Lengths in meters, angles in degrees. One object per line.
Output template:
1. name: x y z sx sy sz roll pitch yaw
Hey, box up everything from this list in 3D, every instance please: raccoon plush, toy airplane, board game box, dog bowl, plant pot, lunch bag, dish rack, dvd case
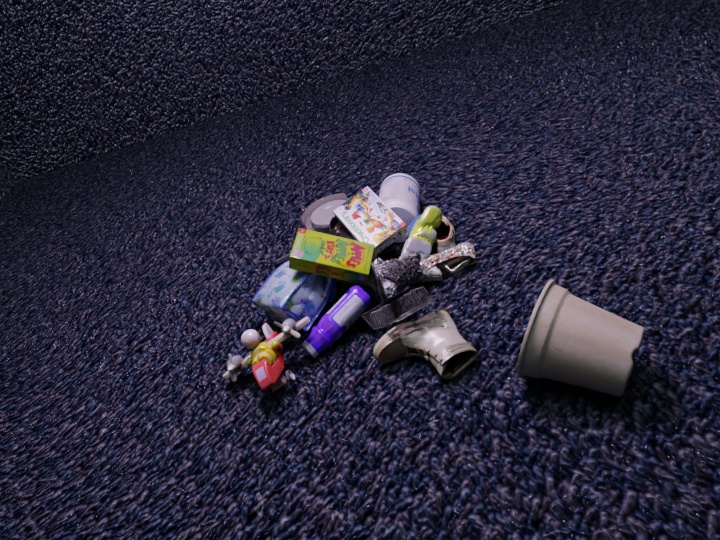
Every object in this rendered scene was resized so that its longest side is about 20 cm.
1. raccoon plush: 0.108 0.022 1.314 0.133 0.098 0.200 -16 25 -4
2. toy airplane: -0.227 0.183 1.298 0.198 0.141 0.201 -3 47 48
3. board game box: -0.071 -0.036 1.372 0.198 0.048 0.102 12 50 0
4. dog bowl: -0.090 -0.174 1.788 0.198 0.059 0.201 -13 35 9
5. plant pot: 0.417 0.141 1.027 0.182 0.202 0.201 20 50 27
6. lunch bag: -0.159 0.044 1.438 0.169 0.128 0.201 7 58 49
7. dish rack: 0.094 0.087 1.273 0.153 0.055 0.200 -29 -1 -14
8. board game box: 0.025 -0.137 1.512 0.126 0.035 0.200 -36 52 -6
9. dvd case: -0.187 -0.046 1.602 0.142 0.018 0.200 -28 2 -9

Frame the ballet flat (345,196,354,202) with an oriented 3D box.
1. ballet flat: 0.009 -0.143 1.608 0.068 0.067 0.201 -24 43 5

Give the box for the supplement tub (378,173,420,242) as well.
1. supplement tub: 0.115 -0.191 1.648 0.131 0.133 0.201 -9 37 15

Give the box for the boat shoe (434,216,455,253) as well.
1. boat shoe: 0.230 -0.115 1.542 0.073 0.070 0.201 -15 35 6

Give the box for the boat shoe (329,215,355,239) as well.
1. boat shoe: -0.054 -0.111 1.596 0.073 0.063 0.202 -26 23 2

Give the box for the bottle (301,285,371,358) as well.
1. bottle: -0.059 0.127 1.343 0.065 0.084 0.200 41 75 12

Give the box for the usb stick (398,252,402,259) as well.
1. usb stick: 0.129 -0.028 1.507 0.055 0.033 0.201 4 42 28

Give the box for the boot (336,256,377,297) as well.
1. boot: 0.000 0.000 1.482 0.199 0.072 0.155 8 43 45

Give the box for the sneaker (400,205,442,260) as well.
1. sneaker: 0.156 -0.080 1.494 0.201 0.075 0.105 -58 12 -17

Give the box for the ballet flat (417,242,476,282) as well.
1. ballet flat: 0.213 -0.012 1.416 0.199 0.076 0.064 -26 51 -3

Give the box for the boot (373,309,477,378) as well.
1. boot: 0.138 0.179 1.194 0.199 0.072 0.155 -24 38 -7
